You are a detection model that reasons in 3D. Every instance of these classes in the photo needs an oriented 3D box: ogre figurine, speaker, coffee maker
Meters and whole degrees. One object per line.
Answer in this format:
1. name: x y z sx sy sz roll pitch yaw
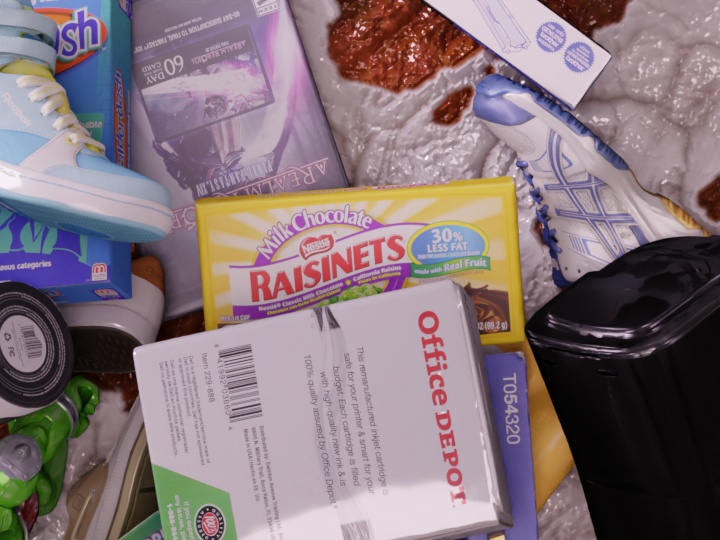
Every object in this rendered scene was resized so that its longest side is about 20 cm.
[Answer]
1. ogre figurine: -0.237 0.157 1.528 0.199 0.120 0.098 -35 90 5
2. speaker: -0.267 0.071 1.496 0.199 0.081 0.082 -23 92 41
3. coffee maker: 0.182 0.106 1.432 0.134 0.192 0.201 -8 116 30

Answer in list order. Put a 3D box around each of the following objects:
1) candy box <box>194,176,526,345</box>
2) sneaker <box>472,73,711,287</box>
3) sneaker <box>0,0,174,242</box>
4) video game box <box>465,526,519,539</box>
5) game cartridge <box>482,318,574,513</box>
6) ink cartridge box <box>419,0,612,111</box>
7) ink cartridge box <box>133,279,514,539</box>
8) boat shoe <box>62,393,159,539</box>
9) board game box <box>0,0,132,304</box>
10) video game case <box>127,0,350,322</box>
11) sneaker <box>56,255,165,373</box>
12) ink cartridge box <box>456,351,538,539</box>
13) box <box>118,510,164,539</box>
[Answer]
1. candy box: 0.000 0.000 1.500 0.198 0.026 0.103 -4 97 3
2. sneaker: 0.136 -0.035 1.509 0.200 0.075 0.088 41 96 1
3. sneaker: -0.187 -0.098 1.442 0.199 0.080 0.131 17 81 15
4. video game box: 0.034 0.269 1.538 0.199 0.047 0.183 -19 102 9
5. game cartridge: 0.036 0.089 1.539 0.199 0.032 0.177 36 99 -1
6. ink cartridge box: 0.062 -0.173 1.495 0.199 0.094 0.044 36 96 1
7. ink cartridge box: -0.019 0.099 1.432 0.198 0.084 0.147 -12 80 9
8. boat shoe: -0.153 0.149 1.540 0.068 0.075 0.201 14 80 35
9. board game box: -0.219 -0.078 1.509 0.151 0.045 0.202 -6 74 11
10. video game case: -0.091 -0.085 1.551 0.142 0.019 0.201 -19 92 5
11. sneaker: -0.215 0.018 1.554 0.198 0.073 0.085 4 52 15
12. ink cartridge box: 0.008 0.152 1.486 0.198 0.043 0.198 -6 84 12
13. box: -0.137 0.249 1.496 0.048 0.117 0.201 17 131 42
